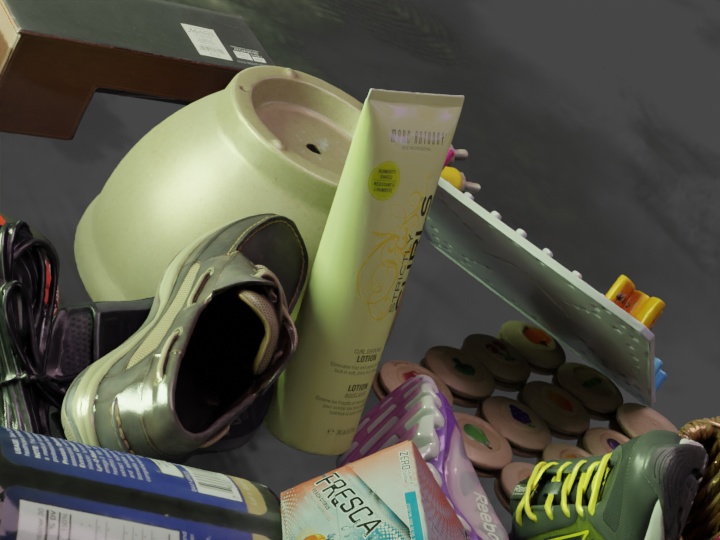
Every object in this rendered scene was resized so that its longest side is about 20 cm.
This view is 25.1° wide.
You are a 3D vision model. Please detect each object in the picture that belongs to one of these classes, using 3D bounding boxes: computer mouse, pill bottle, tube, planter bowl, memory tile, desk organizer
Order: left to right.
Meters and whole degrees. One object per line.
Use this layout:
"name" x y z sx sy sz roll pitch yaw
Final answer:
"pill bottle" -0.133 0.122 0.650 0.199 0.112 0.112 16 32 -26
"desk organizer" -0.159 -0.130 1.049 0.199 0.077 0.072 4 39 -41
"computer mouse" -0.119 0.050 0.803 0.199 0.052 0.140 4 74 -57
"planter bowl" -0.051 -0.033 0.948 0.199 0.135 0.201 24 29 -14
"tube" 0.000 0.000 0.852 0.052 0.201 0.058 17 16 -3
"memory tile" 0.111 0.092 1.023 0.153 0.017 0.199 40 29 23

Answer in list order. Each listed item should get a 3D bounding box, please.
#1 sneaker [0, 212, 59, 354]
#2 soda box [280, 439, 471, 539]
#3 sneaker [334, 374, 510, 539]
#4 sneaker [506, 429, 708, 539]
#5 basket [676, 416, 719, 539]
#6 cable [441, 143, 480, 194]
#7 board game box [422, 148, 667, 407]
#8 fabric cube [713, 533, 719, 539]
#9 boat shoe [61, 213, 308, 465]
"sneaker" -0.242 -0.005 0.785 0.200 0.067 0.108 24 27 -21
"soda box" 0.036 0.168 0.687 0.069 0.063 0.201 -98 162 -54
"sneaker" 0.043 0.138 0.845 0.088 0.081 0.201 34 23 -25
"sneaker" 0.118 0.130 0.832 0.084 0.200 0.075 24 63 8
"basket" 0.238 0.163 0.915 0.142 0.149 0.201 22 31 -17
"cable" -0.004 -0.082 1.153 0.199 0.050 0.097 -2 43 -48
"board game box" 0.113 0.000 1.038 0.200 0.026 0.200 38 -6 18
"fabric cube" 0.244 0.170 0.686 0.199 0.200 0.196 47 39 14
"boat shoe" -0.063 0.035 0.776 0.075 0.073 0.200 61 35 -22
